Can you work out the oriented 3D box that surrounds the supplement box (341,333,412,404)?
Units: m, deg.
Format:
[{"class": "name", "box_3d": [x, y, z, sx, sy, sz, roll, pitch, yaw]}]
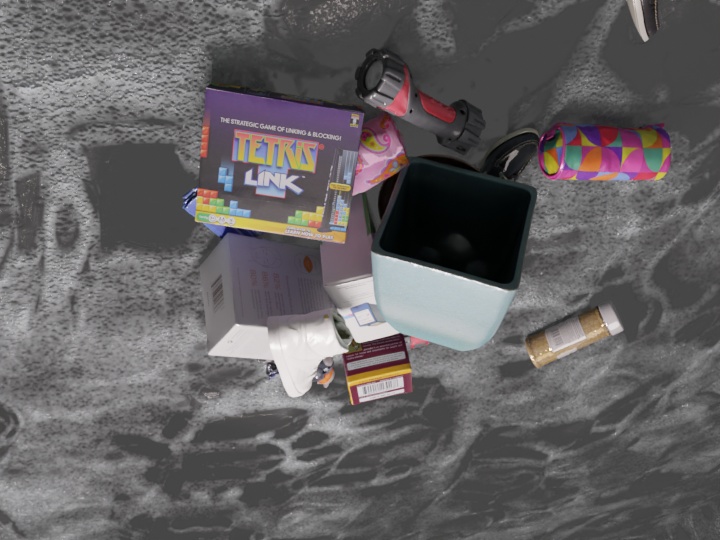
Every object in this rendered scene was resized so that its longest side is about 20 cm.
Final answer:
[{"class": "supplement box", "box_3d": [0.016, 0.110, 1.296, 0.107, 0.204, 0.086, -11, 146, -2]}]

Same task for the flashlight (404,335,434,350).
[{"class": "flashlight", "box_3d": [0.154, 0.102, 1.456, 0.195, 0.068, 0.069, -14, 111, -6]}]

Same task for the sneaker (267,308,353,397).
[{"class": "sneaker", "box_3d": [-0.063, 0.123, 1.114, 0.112, 0.075, 0.202, -10, 149, 0]}]

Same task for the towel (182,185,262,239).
[{"class": "towel", "box_3d": [-0.143, -0.107, 1.108, 0.196, 0.024, 0.145, -26, 143, 16]}]

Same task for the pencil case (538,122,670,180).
[{"class": "pencil case", "box_3d": [0.364, -0.177, 1.131, 0.194, 0.090, 0.089, -3, 144, -17]}]

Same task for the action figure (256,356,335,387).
[{"class": "action figure", "box_3d": [-0.129, 0.170, 1.421, 0.191, 0.106, 0.199, 31, 124, -32]}]

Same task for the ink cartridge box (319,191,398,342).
[{"class": "ink cartridge box", "box_3d": [0.000, 0.000, 1.177, 0.085, 0.149, 0.201, -12, 149, 7]}]

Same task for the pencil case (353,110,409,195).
[{"class": "pencil case", "box_3d": [-0.030, -0.136, 1.034, 0.197, 0.089, 0.088, -28, 143, 6]}]

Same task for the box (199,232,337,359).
[{"class": "box", "box_3d": [-0.136, 0.048, 1.188, 0.196, 0.156, 0.106, 10, 146, -35]}]

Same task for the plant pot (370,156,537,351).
[{"class": "plant pot", "box_3d": [0.124, -0.002, 1.074, 0.191, 0.199, 0.203, 14, 139, 10]}]

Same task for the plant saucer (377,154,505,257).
[{"class": "plant saucer", "box_3d": [0.123, -0.093, 1.142, 0.195, 0.035, 0.204, 11, 133, 12]}]

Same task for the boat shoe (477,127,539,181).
[{"class": "boat shoe", "box_3d": [0.199, -0.131, 1.152, 0.074, 0.063, 0.199, 21, 131, -37]}]

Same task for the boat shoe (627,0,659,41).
[{"class": "boat shoe", "box_3d": [0.333, -0.358, 0.887, 0.059, 0.075, 0.201, -19, 136, 17]}]

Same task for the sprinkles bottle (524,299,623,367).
[{"class": "sprinkles bottle", "box_3d": [0.442, 0.132, 1.580, 0.197, 0.070, 0.068, -28, 142, 20]}]

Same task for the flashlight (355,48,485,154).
[{"class": "flashlight", "box_3d": [0.084, -0.220, 0.988, 0.197, 0.070, 0.067, 14, 150, -39]}]

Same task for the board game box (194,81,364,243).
[{"class": "board game box", "box_3d": [-0.102, -0.134, 0.956, 0.194, 0.057, 0.170, 7, 110, -5]}]
